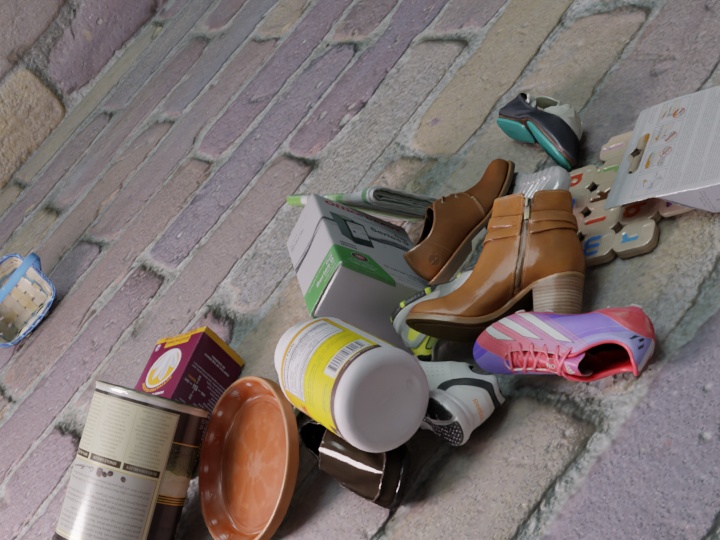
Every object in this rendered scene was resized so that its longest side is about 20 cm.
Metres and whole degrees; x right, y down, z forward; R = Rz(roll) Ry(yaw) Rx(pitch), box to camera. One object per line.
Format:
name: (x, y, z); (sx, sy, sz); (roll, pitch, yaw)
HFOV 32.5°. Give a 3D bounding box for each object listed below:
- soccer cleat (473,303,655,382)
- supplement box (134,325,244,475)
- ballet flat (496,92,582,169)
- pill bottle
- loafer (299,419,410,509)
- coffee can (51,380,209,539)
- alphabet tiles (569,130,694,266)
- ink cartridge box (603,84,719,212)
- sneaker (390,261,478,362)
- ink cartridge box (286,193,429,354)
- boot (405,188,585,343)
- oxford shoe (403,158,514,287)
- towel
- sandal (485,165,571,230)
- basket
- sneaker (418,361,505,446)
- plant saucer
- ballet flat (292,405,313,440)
soccer cleat: (0.196, 0.080, 1.229); (0.198, 0.067, 0.077); (-9, 32, 30)
supplement box: (-0.255, 0.187, 1.686); (0.110, 0.086, 0.201); (-17, 39, 41)
ballet flat: (0.235, -0.185, 1.551); (0.073, 0.073, 0.200); (-44, 26, 0)
pill bottle: (-0.018, 0.115, 1.318); (0.110, 0.109, 0.199); (-50, 28, -10)
loafer: (-0.012, 0.206, 1.334); (0.199, 0.071, 0.074); (11, 88, 64)
coffee can: (-0.278, 0.250, 1.498); (0.146, 0.145, 0.203); (5, 78, 55)
alphabet tiles: (0.301, -0.088, 1.387); (0.194, 0.015, 0.201); (-16, 40, 39)
ink cartridge box: (0.371, -0.127, 1.317); (0.199, 0.050, 0.163); (-16, 39, 48)
sneaker: (0.135, 0.037, 1.401); (0.198, 0.075, 0.077); (-29, 74, 4)
ink cartridge box: (0.000, 0.000, 1.515); (0.085, 0.144, 0.201); (-61, 24, 19)
boot: (0.146, -0.006, 1.342); (0.197, 0.074, 0.157); (-5, 69, 13)
oxford shoe: (0.120, -0.071, 1.471); (0.201, 0.071, 0.071); (-53, 2, -28)
towel: (0.012, -0.091, 1.648); (0.199, 0.148, 0.031); (3, 84, 54)
sandal: (0.200, -0.074, 1.463); (0.083, 0.050, 0.202); (-58, 13, -8)
basket: (-0.659, 0.052, 2.327); (0.177, 0.139, 0.200); (-51, -2, -12)
sneaker: (0.083, 0.133, 1.344); (0.080, 0.074, 0.199); (-32, 24, -21)
plant saucer: (-0.128, 0.226, 1.448); (0.199, 0.032, 0.203); (-22, 62, 50)
ballet flat: (-0.068, 0.154, 1.519); (0.075, 0.068, 0.201); (23, 75, 37)
